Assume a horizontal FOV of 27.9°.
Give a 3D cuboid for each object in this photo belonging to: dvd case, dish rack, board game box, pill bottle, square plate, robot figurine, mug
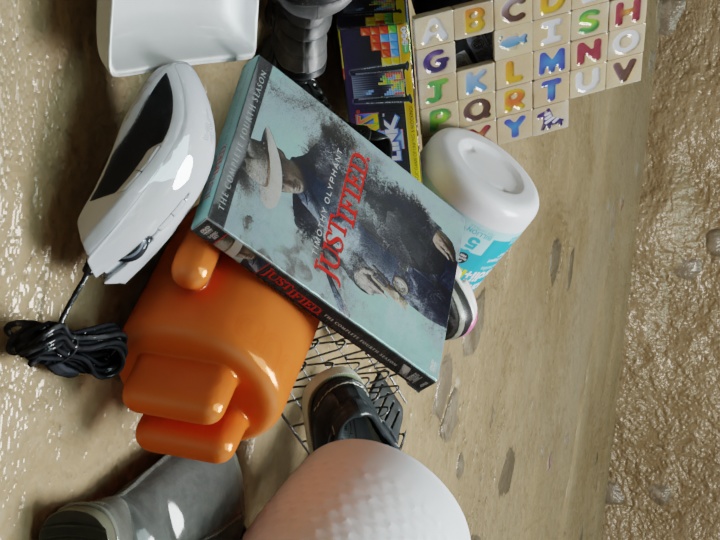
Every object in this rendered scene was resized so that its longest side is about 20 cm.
[{"bbox_3d":[-0.013,-0.030,0.947,0.200,0.022,0.146,36,47,-26],"label":"dvd case"},{"bbox_3d":[-0.014,0.090,1.179,0.200,0.054,0.154,59,37,-25],"label":"dish rack"},{"bbox_3d":[0.015,-0.169,1.170,0.200,0.056,0.166,-90,176,-55],"label":"board game box"},{"bbox_3d":[0.057,-0.018,1.253,0.200,0.111,0.111,-53,177,30],"label":"pill bottle"},{"bbox_3d":[-0.109,-0.223,0.869,0.198,0.028,0.201,-28,123,-66],"label":"square plate"},{"bbox_3d":[-0.086,0.031,0.945,0.144,0.116,0.200,43,45,-23],"label":"robot figurine"},{"bbox_3d":[-0.034,0.242,1.021,0.175,0.148,0.200,-46,172,-51],"label":"mug"}]

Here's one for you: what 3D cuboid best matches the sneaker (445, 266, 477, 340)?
[{"bbox_3d":[0.000,0.000,1.114,0.074,0.200,0.088,-40,-165,45],"label":"sneaker"}]

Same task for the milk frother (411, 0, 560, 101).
[{"bbox_3d":[0.133,-0.277,1.245,0.181,0.199,0.188,78,1,-47],"label":"milk frother"}]

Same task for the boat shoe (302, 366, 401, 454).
[{"bbox_3d":[0.006,0.172,1.109,0.066,0.074,0.200,-141,-141,-57],"label":"boat shoe"}]

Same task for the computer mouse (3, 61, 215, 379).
[{"bbox_3d":[-0.130,-0.028,0.842,0.201,0.044,0.110,-65,159,-8],"label":"computer mouse"}]

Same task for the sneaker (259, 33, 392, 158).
[{"bbox_3d":[-0.022,-0.089,1.057,0.060,0.104,0.200,55,33,-60],"label":"sneaker"}]

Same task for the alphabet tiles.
[{"bbox_3d":[0.143,-0.172,1.211,0.167,0.199,0.008,82,-8,-50],"label":"alphabet tiles"}]

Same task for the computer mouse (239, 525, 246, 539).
[{"bbox_3d":[-0.109,0.281,1.072,0.141,0.046,0.200,75,28,-44],"label":"computer mouse"}]

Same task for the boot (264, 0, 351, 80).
[{"bbox_3d":[-0.033,-0.184,0.984,0.200,0.070,0.132,-93,-173,-53],"label":"boot"}]

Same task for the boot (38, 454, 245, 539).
[{"bbox_3d":[-0.140,0.208,0.945,0.200,0.072,0.183,-17,114,-77],"label":"boot"}]
